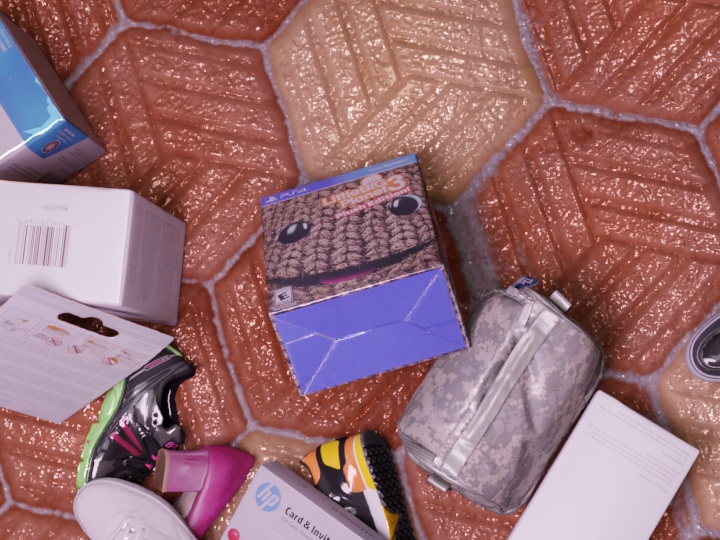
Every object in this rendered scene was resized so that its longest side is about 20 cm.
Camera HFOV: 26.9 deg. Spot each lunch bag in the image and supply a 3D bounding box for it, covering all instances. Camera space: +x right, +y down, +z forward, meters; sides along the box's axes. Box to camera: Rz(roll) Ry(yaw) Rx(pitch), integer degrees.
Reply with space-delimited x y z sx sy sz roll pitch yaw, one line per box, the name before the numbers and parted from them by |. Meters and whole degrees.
lunch bag | 0.130 0.114 1.370 0.139 0.168 0.200 33 86 10

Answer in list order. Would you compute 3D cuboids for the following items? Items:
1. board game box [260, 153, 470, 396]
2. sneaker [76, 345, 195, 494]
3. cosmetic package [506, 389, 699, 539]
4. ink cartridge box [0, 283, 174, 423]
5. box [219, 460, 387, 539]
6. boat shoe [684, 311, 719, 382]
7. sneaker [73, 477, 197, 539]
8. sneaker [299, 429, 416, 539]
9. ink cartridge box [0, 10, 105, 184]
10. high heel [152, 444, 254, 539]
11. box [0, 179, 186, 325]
board game box | 0.000 0.000 1.380 0.159 0.200 0.097 -16 123 4
sneaker | -0.216 0.167 1.450 0.084 0.077 0.200 18 87 9
cosmetic package | 0.215 0.224 1.390 0.113 0.081 0.200 33 88 10
ink cartridge box | -0.293 0.066 1.389 0.200 0.160 0.047 -35 46 36
box | -0.071 0.304 1.394 0.156 0.041 0.200 33 101 21
boat shoe | 0.400 0.050 1.399 0.200 0.066 0.070 -17 80 4
sneaker | -0.187 0.258 1.344 0.200 0.116 0.074 37 92 9
sneaker | -0.002 0.257 1.424 0.090 0.070 0.200 -16 82 23
ink cartridge box | -0.386 -0.133 1.475 0.200 0.147 0.146 -34 80 0
high heel | -0.156 0.267 1.443 0.096 0.067 0.200 6 99 -25
box | -0.264 -0.014 1.417 0.152 0.200 0.107 4 84 7
